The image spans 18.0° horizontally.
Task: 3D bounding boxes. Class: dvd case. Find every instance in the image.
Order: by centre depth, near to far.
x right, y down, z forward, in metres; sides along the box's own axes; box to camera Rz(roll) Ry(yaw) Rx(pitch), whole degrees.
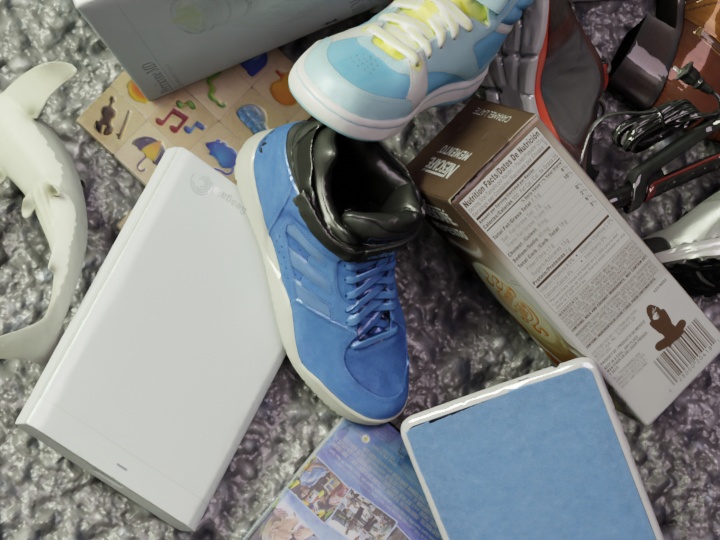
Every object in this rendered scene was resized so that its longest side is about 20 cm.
[{"bbox_3d":[-0.008,0.199,1.427,0.143,0.018,0.200,41,69,-2],"label":"dvd case"}]

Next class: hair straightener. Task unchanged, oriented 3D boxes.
[{"bbox_3d":[0.216,-0.098,1.509,0.200,0.041,0.077,-24,94,-13],"label":"hair straightener"}]

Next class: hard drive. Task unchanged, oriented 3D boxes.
[{"bbox_3d":[-0.112,0.042,1.409,0.132,0.026,0.200,36,69,-25],"label":"hard drive"}]

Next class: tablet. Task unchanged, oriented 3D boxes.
[{"bbox_3d":[0.118,0.162,1.412,0.130,0.014,0.200,-20,103,10],"label":"tablet"}]

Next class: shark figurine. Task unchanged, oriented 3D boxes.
[{"bbox_3d":[-0.194,-0.040,1.413,0.128,0.089,0.215,-28,74,14],"label":"shark figurine"}]

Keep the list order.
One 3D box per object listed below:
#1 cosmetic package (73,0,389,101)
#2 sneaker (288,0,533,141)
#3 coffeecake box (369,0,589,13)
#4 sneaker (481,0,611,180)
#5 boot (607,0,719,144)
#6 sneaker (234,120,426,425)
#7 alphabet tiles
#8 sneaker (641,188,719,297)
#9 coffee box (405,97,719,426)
[{"bbox_3d":[-0.081,-0.216,1.386,0.200,0.199,0.123,-21,77,3],"label":"cosmetic package"},{"bbox_3d":[0.039,-0.157,1.377,0.080,0.131,0.200,41,31,10],"label":"sneaker"},{"bbox_3d":[0.098,-0.263,1.546,0.200,0.073,0.154,-5,78,-15],"label":"coffeecake box"},{"bbox_3d":[0.123,-0.140,1.499,0.082,0.077,0.200,-20,119,-33],"label":"sneaker"},{"bbox_3d":[0.295,-0.153,1.572,0.200,0.068,0.188,30,70,-6],"label":"boot"},{"bbox_3d":[-0.001,0.000,1.398,0.077,0.111,0.200,-23,97,-34],"label":"sneaker"},{"bbox_3d":[-0.080,-0.063,1.482,0.200,0.008,0.167,43,70,-1],"label":"alphabet tiles"},{"bbox_3d":[0.263,-0.039,1.498,0.200,0.074,0.079,-21,65,20],"label":"sneaker"},{"bbox_3d":[0.125,-0.007,1.430,0.080,0.114,0.200,-45,108,-7],"label":"coffee box"}]
